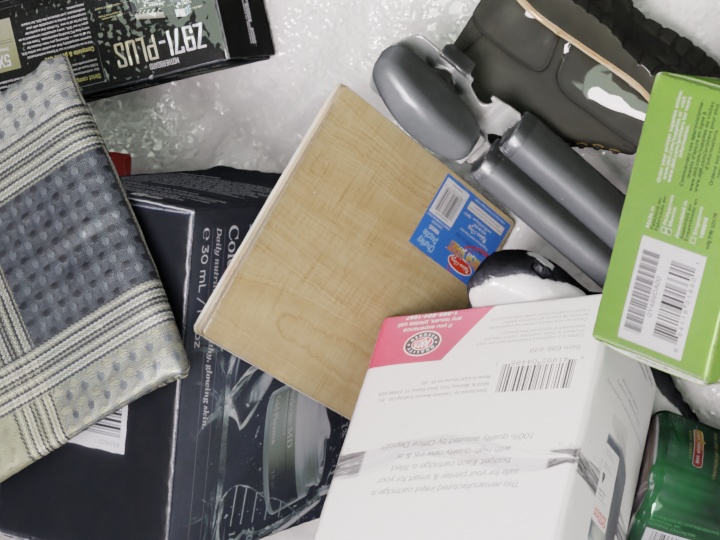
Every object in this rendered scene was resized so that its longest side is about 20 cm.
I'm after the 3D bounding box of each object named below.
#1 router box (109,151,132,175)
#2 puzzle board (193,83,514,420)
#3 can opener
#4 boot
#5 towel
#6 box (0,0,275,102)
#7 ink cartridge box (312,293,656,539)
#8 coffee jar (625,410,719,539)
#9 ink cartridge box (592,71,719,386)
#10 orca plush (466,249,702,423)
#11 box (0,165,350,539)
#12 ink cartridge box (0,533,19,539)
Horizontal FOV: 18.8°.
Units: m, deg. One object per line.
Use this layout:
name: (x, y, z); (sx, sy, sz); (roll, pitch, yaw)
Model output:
router box: (-0.236, 0.022, 1.306); (0.179, 0.049, 0.200); (5, 84, -8)
puzzle board: (0.000, 0.000, 1.207); (0.017, 0.200, 0.151); (27, 86, 37)
can opener: (0.083, -0.055, 1.209); (0.200, 0.067, 0.053); (38, 134, -11)
boot: (0.132, -0.081, 1.246); (0.200, 0.077, 0.138); (44, 125, -1)
towel: (-0.199, 0.015, 1.155); (0.200, 0.035, 0.193); (-29, 75, 19)
box: (-0.171, -0.184, 1.299); (0.200, 0.086, 0.164); (-12, 93, 17)
ink cartridge box: (0.065, 0.118, 1.153); (0.145, 0.200, 0.085); (-7, 133, 28)
coffee jar: (0.241, 0.154, 1.198); (0.200, 0.104, 0.085); (20, 116, 0)
ink cartridge box: (0.226, -0.022, 1.168); (0.076, 0.200, 0.148); (22, 105, 38)
orca plush: (0.148, 0.039, 1.245); (0.200, 0.071, 0.105); (27, 140, -10)
box: (-0.097, 0.048, 1.239); (0.124, 0.197, 0.200); (9, 100, 27)
ink cartridge box: (-0.193, 0.273, 1.362); (0.146, 0.086, 0.200); (5, 99, 15)
